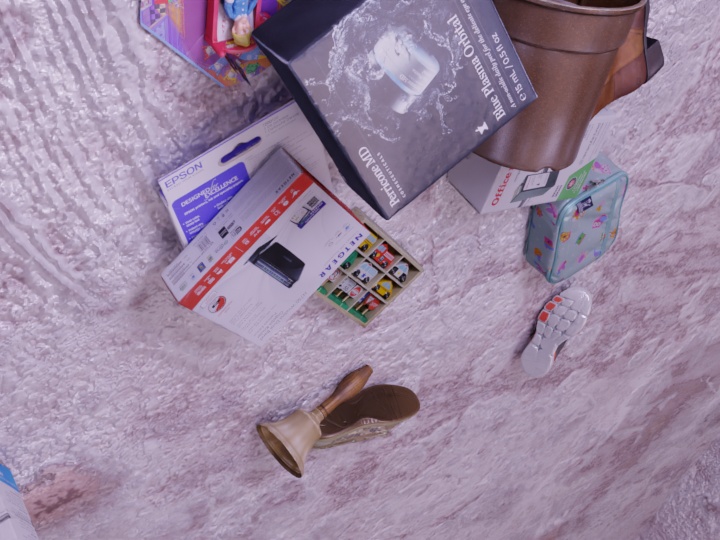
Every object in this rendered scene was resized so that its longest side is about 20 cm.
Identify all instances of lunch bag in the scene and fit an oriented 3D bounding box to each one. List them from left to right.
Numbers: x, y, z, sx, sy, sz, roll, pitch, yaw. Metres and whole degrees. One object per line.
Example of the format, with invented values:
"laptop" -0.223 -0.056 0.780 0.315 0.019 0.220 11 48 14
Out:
"lunch bag" 0.348 -0.084 1.600 0.158 0.077 0.202 -26 144 -20

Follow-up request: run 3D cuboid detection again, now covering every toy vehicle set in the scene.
"toy vehicle set" 0.000 0.000 1.397 0.124 0.027 0.200 -44 147 6

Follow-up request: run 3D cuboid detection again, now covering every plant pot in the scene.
"plant pot" 0.197 -0.232 1.132 0.197 0.200 0.201 -13 128 -34

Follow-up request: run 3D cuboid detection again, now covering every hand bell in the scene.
"hand bell" -0.055 0.214 1.562 0.199 0.104 0.105 -41 150 -22

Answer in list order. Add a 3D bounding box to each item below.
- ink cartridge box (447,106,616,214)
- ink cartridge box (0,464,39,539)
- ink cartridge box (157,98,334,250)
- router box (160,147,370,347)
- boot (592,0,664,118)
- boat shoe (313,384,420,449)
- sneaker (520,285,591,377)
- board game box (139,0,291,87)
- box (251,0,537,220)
"ink cartridge box" 0.234 -0.167 1.382 0.197 0.084 0.148 -12 137 -35
"ink cartridge box" -0.444 0.333 1.185 0.115 0.201 0.067 -35 146 -6
"ink cartridge box" -0.126 -0.097 1.142 0.196 0.044 0.201 -32 147 -14
"router box" -0.104 -0.021 1.167 0.200 0.049 0.179 -46 147 5
"boot" 0.274 -0.273 1.269 0.199 0.068 0.190 -37 128 -9
"boat shoe" 0.004 0.241 1.652 0.196 0.074 0.063 -10 145 -22
"sneaker" 0.361 0.103 1.861 0.202 0.077 0.082 -59 169 28
"board game box" -0.112 -0.255 0.973 0.158 0.039 0.199 -46 147 9
"box" 0.035 -0.196 0.971 0.199 0.118 0.198 -38 124 -3
